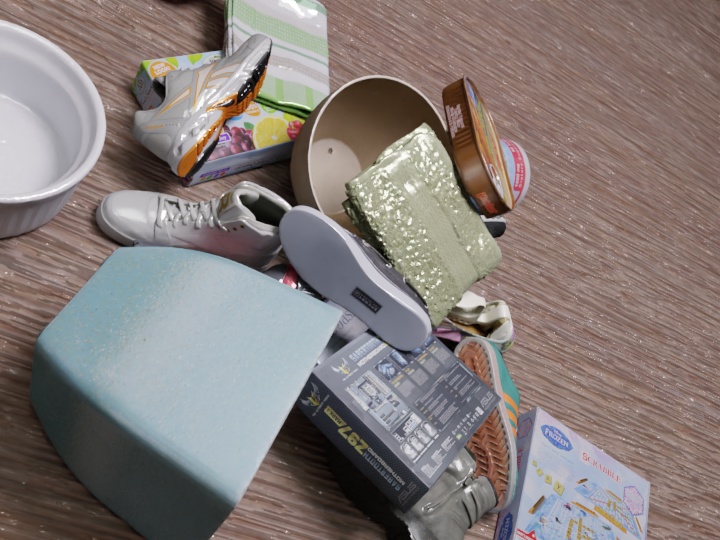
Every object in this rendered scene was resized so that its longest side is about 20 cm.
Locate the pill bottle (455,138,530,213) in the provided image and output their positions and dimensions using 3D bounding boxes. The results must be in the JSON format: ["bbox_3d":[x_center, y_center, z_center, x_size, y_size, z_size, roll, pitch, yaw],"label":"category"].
[{"bbox_3d":[0.129,-0.134,1.035,0.198,0.109,0.110,0,64,-35],"label":"pill bottle"}]

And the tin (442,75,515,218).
[{"bbox_3d":[0.143,-0.151,0.919,0.112,0.042,0.202,41,33,-40],"label":"tin"}]

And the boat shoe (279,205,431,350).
[{"bbox_3d":[0.000,0.000,0.797,0.199,0.070,0.066,39,27,-8],"label":"boat shoe"}]

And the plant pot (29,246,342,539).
[{"bbox_3d":[-0.166,0.096,0.650,0.199,0.196,0.197,32,50,-4],"label":"plant pot"}]

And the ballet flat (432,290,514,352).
[{"bbox_3d":[0.140,0.058,0.943,0.198,0.071,0.070,16,51,-34],"label":"ballet flat"}]

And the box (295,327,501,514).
[{"bbox_3d":[0.044,0.134,0.784,0.158,0.051,0.200,43,32,11],"label":"box"}]

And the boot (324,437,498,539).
[{"bbox_3d":[0.056,0.215,0.807,0.201,0.068,0.131,53,52,-8],"label":"boot"}]

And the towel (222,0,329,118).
[{"bbox_3d":[-0.102,-0.287,0.951,0.148,0.031,0.202,13,56,-27],"label":"towel"}]

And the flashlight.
[{"bbox_3d":[-0.141,0.010,0.788,0.198,0.069,0.068,13,19,-21],"label":"flashlight"}]

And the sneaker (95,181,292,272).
[{"bbox_3d":[-0.165,-0.062,0.788,0.198,0.115,0.074,13,59,-27],"label":"sneaker"}]

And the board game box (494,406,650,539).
[{"bbox_3d":[0.262,0.304,0.915,0.199,0.041,0.201,35,50,-13],"label":"board game box"}]

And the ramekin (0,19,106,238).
[{"bbox_3d":[-0.352,-0.128,0.708,0.199,0.098,0.202,16,56,-25],"label":"ramekin"}]

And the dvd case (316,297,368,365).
[{"bbox_3d":[0.021,0.109,0.879,0.200,0.018,0.143,49,49,0],"label":"dvd case"}]

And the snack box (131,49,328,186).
[{"bbox_3d":[-0.154,-0.195,0.914,0.199,0.053,0.143,-23,77,-41],"label":"snack box"}]

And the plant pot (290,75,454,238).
[{"bbox_3d":[-0.005,-0.118,0.899,0.198,0.134,0.203,-1,92,-31],"label":"plant pot"}]

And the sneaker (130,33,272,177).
[{"bbox_3d":[-0.171,-0.200,0.817,0.091,0.076,0.201,32,61,0],"label":"sneaker"}]

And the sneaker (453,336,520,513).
[{"bbox_3d":[0.162,0.181,0.898,0.080,0.071,0.202,16,66,-51],"label":"sneaker"}]

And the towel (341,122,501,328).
[{"bbox_3d":[0.074,-0.049,0.851,0.148,0.036,0.201,-41,112,-24],"label":"towel"}]

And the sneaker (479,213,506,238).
[{"bbox_3d":[0.123,-0.029,1.011,0.199,0.075,0.089,-8,93,-41],"label":"sneaker"}]
